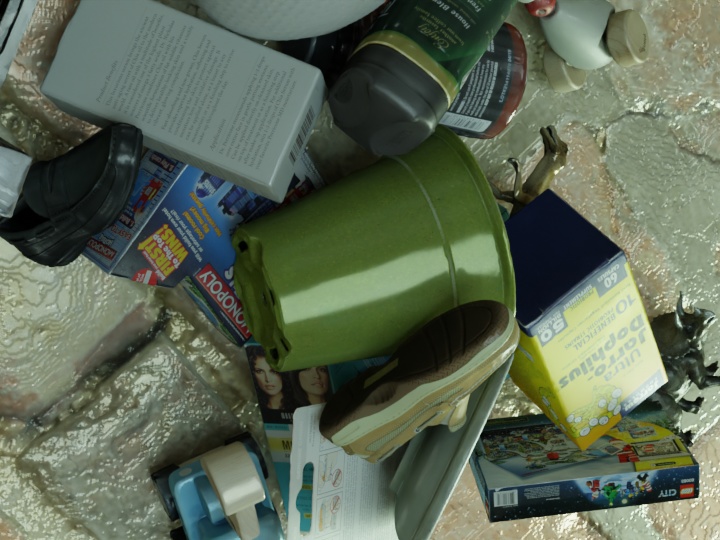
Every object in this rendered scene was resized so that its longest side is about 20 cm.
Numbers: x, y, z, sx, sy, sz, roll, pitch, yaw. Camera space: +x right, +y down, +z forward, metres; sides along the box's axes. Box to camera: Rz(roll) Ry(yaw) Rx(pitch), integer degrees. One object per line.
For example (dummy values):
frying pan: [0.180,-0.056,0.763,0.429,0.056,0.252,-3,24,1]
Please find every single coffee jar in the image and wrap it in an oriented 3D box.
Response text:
coffee jar: [0.056,-0.186,1.214,0.085,0.104,0.201,36,66,-8]

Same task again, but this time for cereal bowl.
cereal bowl: [-0.041,-0.246,1.220,0.199,0.200,0.084,-31,133,-11]

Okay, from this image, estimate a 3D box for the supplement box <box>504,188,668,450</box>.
supplement box: [0.182,0.046,1.378,0.109,0.110,0.200,-38,138,-7]

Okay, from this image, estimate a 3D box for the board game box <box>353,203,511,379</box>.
board game box: [0.082,0.052,1.456,0.199,0.047,0.152,-36,118,-9]

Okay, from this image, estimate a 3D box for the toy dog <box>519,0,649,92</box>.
toy dog: [0.181,-0.246,1.365,0.131,0.097,0.200,-4,150,16]

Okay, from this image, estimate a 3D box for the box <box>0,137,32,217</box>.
box: [-0.340,-0.101,1.131,0.157,0.200,0.050,20,93,-29]

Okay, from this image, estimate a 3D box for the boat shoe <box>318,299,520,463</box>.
boat shoe: [0.059,0.093,1.221,0.076,0.072,0.199,41,129,-21]

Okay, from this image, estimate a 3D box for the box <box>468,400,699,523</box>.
box: [0.207,0.180,1.476,0.198,0.137,0.038,-6,111,-3]

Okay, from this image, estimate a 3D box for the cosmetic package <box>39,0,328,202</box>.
cosmetic package: [-0.136,-0.140,1.213,0.199,0.071,0.102,24,84,7]

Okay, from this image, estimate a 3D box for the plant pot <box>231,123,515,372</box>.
plant pot: [0.000,0.000,1.279,0.189,0.200,0.202,-18,114,-18]

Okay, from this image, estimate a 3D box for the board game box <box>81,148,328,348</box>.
board game box: [-0.127,-0.041,1.309,0.200,0.062,0.201,-43,130,-14]

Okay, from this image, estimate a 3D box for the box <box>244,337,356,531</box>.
box: [-0.041,0.142,1.409,0.082,0.049,0.201,-1,116,24]

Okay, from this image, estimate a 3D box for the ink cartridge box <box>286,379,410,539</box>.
ink cartridge box: [-0.013,0.180,1.341,0.199,0.050,0.162,-5,101,-51]

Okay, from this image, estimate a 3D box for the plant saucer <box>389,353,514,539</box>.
plant saucer: [0.068,0.150,1.323,0.050,0.200,0.201,25,98,5]

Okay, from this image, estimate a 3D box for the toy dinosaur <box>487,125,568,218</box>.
toy dinosaur: [0.142,-0.030,1.395,0.100,0.058,0.202,4,106,-25]

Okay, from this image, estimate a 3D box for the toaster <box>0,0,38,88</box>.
toaster: [-0.322,-0.240,1.137,0.180,0.119,0.201,22,98,-29]

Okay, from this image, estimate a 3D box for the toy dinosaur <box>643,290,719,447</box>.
toy dinosaur: [0.310,0.117,1.577,0.102,0.077,0.201,25,109,-11]

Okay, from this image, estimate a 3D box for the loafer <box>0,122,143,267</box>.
loafer: [-0.229,-0.059,1.211,0.070,0.200,0.069,18,59,-25]

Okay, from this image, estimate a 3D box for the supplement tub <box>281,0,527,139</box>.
supplement tub: [0.036,-0.179,1.322,0.199,0.107,0.108,10,104,-25]

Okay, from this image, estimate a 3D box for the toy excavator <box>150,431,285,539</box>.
toy excavator: [-0.109,0.208,1.339,0.099,0.200,0.196,-22,115,-16]
